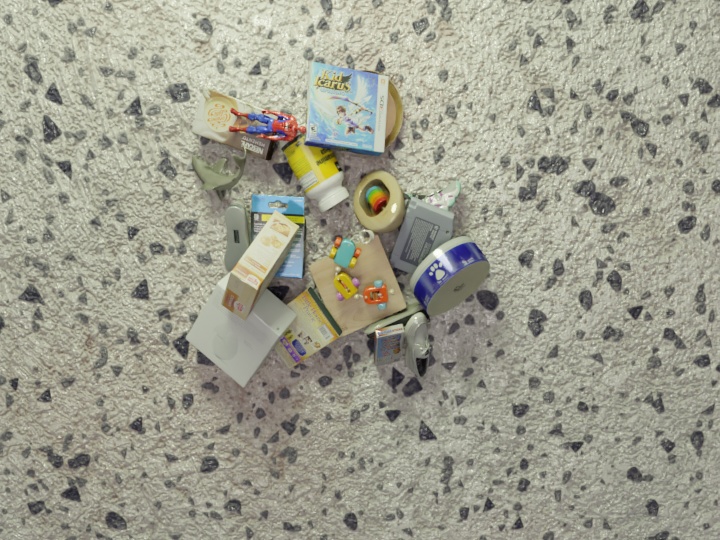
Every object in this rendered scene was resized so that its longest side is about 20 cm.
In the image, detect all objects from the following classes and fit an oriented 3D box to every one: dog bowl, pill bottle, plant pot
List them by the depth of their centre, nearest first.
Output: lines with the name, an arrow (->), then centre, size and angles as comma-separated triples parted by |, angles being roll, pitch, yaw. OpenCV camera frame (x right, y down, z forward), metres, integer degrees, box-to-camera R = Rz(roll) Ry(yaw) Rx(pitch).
dog bowl -> 0.220, 0.016, 1.384 | 0.199, 0.200, 0.080 | -40, 63, 6
pill bottle -> -0.109, -0.254, 1.398 | 0.110, 0.113, 0.204 | -29, 98, 5
plant pot -> 0.011, -0.395, 1.418 | 0.192, 0.028, 0.208 | 0, 98, 1

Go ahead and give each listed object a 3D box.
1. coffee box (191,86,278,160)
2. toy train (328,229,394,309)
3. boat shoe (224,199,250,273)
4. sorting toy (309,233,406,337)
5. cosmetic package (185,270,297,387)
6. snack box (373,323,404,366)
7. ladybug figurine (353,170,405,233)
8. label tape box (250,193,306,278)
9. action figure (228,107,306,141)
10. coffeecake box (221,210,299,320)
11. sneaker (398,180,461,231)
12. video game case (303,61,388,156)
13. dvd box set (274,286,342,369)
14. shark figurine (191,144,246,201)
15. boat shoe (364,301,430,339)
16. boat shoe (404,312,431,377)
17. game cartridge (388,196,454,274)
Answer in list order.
coffee box -> -0.303, -0.362, 1.402 | 0.194, 0.080, 0.118 | 21, 99, -2
toy train -> 0.000, 0.000, 1.391 | 0.145, 0.056, 0.207 | -12, 107, 6
boat shoe -> -0.315, -0.082, 1.452 | 0.069, 0.066, 0.206 | 2, 119, 3
sorting toy -> -0.006, 0.036, 1.462 | 0.195, 0.070, 0.204 | -23, 97, 5
cosmetic package -> -0.300, 0.140, 1.424 | 0.198, 0.123, 0.201 | 39, 119, -1
snack box -> 0.070, 0.193, 1.428 | 0.069, 0.202, 0.025 | -10, 61, -5
ladybug figurine -> 0.050, -0.165, 1.388 | 0.135, 0.203, 0.071 | -43, 134, 16
label tape box -> -0.210, -0.089, 1.449 | 0.138, 0.063, 0.208 | 4, 99, 1
action figure -> -0.216, -0.339, 1.316 | 0.193, 0.052, 0.068 | 10, 94, 13
coffeecake box -> -0.233, -0.011, 1.305 | 0.072, 0.154, 0.203 | 31, 53, -3
sneaker -> 0.151, -0.178, 1.422 | 0.139, 0.078, 0.201 | 41, 97, -6
video game case -> -0.033, -0.382, 1.343 | 0.193, 0.045, 0.189 | 5, 87, -17
dvd box set -> -0.158, 0.152, 1.465 | 0.198, 0.029, 0.148 | -35, 95, 29
shark figurine -> -0.349, -0.225, 1.385 | 0.209, 0.089, 0.133 | 1, 113, 38
boat shoe -> 0.099, 0.140, 1.444 | 0.196, 0.073, 0.062 | -23, 97, -32
boat shoe -> 0.150, 0.196, 1.435 | 0.070, 0.069, 0.205 | -20, 135, -27
game cartridge -> 0.155, -0.074, 1.390 | 0.130, 0.041, 0.204 | 24, 130, 5
